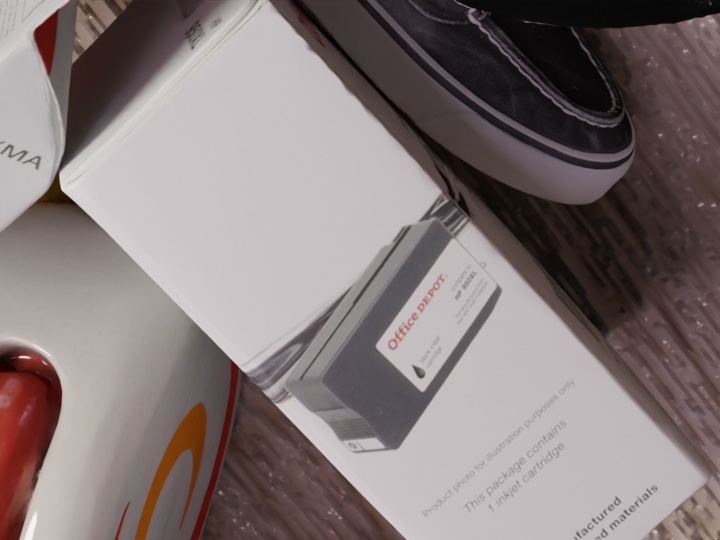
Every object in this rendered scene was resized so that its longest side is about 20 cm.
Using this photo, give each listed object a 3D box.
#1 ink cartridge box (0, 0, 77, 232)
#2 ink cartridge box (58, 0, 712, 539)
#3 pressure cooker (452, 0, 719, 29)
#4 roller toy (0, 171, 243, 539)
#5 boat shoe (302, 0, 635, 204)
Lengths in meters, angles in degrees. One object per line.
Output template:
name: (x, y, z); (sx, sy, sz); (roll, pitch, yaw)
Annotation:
ink cartridge box: (-0.085, -0.108, 0.812); (0.050, 0.163, 0.200); (24, 142, -31)
ink cartridge box: (0.000, 0.000, 0.866); (0.084, 0.145, 0.200); (-42, 107, 4)
pressure cooker: (0.060, -0.182, 0.690); (0.175, 0.201, 0.178); (-26, 146, 29)
roller toy: (-0.130, 0.061, 0.953); (0.139, 0.183, 0.201); (18, 130, 9)
boat shoe: (0.021, -0.105, 0.845); (0.200, 0.072, 0.068); (45, 124, -10)
